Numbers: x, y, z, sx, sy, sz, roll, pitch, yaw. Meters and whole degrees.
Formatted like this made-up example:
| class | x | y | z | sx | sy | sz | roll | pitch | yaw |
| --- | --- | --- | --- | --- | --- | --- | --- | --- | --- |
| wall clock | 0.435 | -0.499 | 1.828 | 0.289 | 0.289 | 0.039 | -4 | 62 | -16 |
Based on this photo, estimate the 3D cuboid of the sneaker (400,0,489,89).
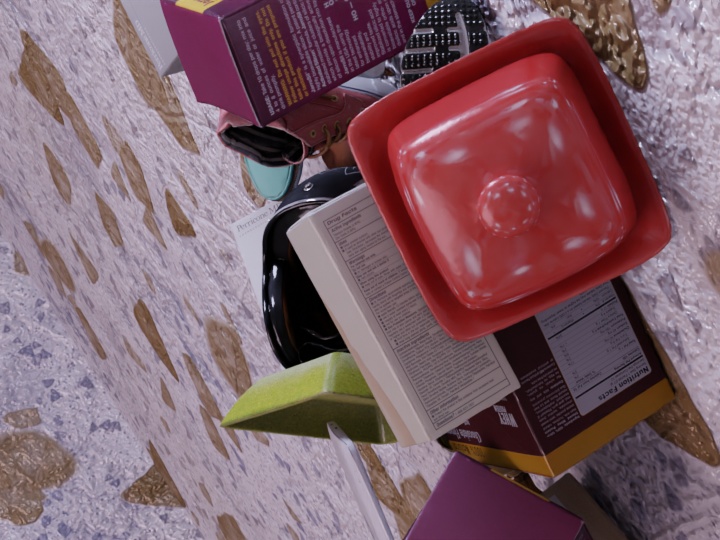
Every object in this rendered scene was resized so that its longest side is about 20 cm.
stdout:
| class | x | y | z | sx | sy | sz | roll | pitch | yaw |
| --- | --- | --- | --- | --- | --- | --- | --- | --- | --- |
| sneaker | 0.072 | -0.124 | 1.423 | 0.080 | 0.073 | 0.202 | -24 | -61 | -76 |

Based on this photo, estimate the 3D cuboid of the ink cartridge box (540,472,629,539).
| class | x | y | z | sx | sy | sz | roll | pitch | yaw |
| --- | --- | --- | --- | --- | --- | --- | --- | --- | --- |
| ink cartridge box | 0.176 | 0.320 | 1.641 | 0.165 | 0.199 | 0.075 | 48 | 173 | 29 |

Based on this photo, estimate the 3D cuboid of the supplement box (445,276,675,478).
| class | x | y | z | sx | sy | sz | roll | pitch | yaw |
| --- | --- | --- | --- | --- | --- | --- | --- | --- | --- |
| supplement box | 0.132 | 0.052 | 1.487 | 0.201 | 0.132 | 0.197 | 64 | 161 | -8 |

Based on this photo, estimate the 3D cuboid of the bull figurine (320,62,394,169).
| class | x | y | z | sx | sy | sz | roll | pitch | yaw |
| --- | --- | --- | --- | --- | --- | --- | --- | --- | --- |
| bull figurine | -0.020 | -0.171 | 1.664 | 0.122 | 0.065 | 0.201 | 56 | 156 | 35 |

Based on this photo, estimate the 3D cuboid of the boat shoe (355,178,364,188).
| class | x | y | z | sx | sy | sz | roll | pitch | yaw |
| --- | --- | --- | --- | --- | --- | --- | --- | --- | --- |
| boat shoe | 0.038 | -0.058 | 1.522 | 0.074 | 0.201 | 0.093 | 15 | 149 | 19 |

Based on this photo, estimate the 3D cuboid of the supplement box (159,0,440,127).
| class | x | y | z | sx | sy | sz | roll | pitch | yaw |
| --- | --- | --- | --- | --- | --- | --- | --- | --- | --- |
| supplement box | -0.047 | -0.218 | 1.458 | 0.131 | 0.199 | 0.104 | 27 | 143 | 56 |

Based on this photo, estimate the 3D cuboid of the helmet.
| class | x | y | z | sx | sy | sz | roll | pitch | yaw |
| --- | --- | --- | --- | --- | --- | --- | --- | --- | --- |
| helmet | 0.000 | 0.000 | 1.662 | 0.200 | 0.198 | 0.193 | 127 | 144 | -69 |

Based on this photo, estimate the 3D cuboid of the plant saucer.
| class | x | y | z | sx | sy | sz | roll | pitch | yaw |
| --- | --- | --- | --- | --- | --- | --- | --- | --- | --- |
| plant saucer | -0.003 | 0.121 | 1.641 | 0.199 | 0.198 | 0.048 | -21 | 64 | 54 |

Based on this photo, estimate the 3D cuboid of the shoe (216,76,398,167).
| class | x | y | z | sx | sy | sz | roll | pitch | yaw |
| --- | --- | --- | --- | --- | --- | --- | --- | --- | --- |
| shoe | -0.037 | -0.129 | 1.559 | 0.072 | 0.198 | 0.092 | 130 | 150 | -49 |

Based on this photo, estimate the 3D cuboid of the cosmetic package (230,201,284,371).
| class | x | y | z | sx | sy | sz | roll | pitch | yaw |
| --- | --- | --- | --- | --- | --- | --- | --- | --- | --- |
| cosmetic package | -0.051 | 0.023 | 1.853 | 0.085 | 0.107 | 0.201 | 31 | -147 | -64 |

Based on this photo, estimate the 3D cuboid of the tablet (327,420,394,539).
| class | x | y | z | sx | sy | sz | roll | pitch | yaw |
| --- | --- | --- | --- | --- | --- | --- | --- | --- | --- |
| tablet | 0.017 | 0.238 | 1.579 | 0.130 | 0.014 | 0.201 | -154 | 41 | -80 |

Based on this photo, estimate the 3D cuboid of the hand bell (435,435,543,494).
| class | x | y | z | sx | sy | sz | roll | pitch | yaw |
| --- | --- | --- | --- | --- | --- | --- | --- | --- | --- |
| hand bell | 0.162 | 0.208 | 1.748 | 0.104 | 0.104 | 0.201 | 32 | 159 | 54 |

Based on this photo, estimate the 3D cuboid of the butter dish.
| class | x | y | z | sx | sy | sz | roll | pitch | yaw |
| --- | --- | --- | --- | --- | --- | --- | --- | --- | --- |
| butter dish | 0.109 | -0.056 | 1.253 | 0.201 | 0.198 | 0.148 | 63 | -171 | -8 |

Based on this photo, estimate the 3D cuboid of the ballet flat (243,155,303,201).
| class | x | y | z | sx | sy | sz | roll | pitch | yaw |
| --- | --- | --- | --- | --- | --- | --- | --- | --- | --- |
| ballet flat | -0.085 | -0.169 | 1.669 | 0.074 | 0.074 | 0.202 | 27 | 130 | 58 |

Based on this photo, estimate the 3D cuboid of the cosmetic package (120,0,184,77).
| class | x | y | z | sx | sy | sz | roll | pitch | yaw |
| --- | --- | --- | --- | --- | --- | --- | --- | --- | --- |
| cosmetic package | -0.157 | -0.290 | 1.734 | 0.107 | 0.090 | 0.200 | 61 | 142 | 10 |

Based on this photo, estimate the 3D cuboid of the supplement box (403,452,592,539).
| class | x | y | z | sx | sy | sz | roll | pitch | yaw |
| --- | --- | --- | --- | --- | --- | --- | --- | --- | --- |
| supplement box | 0.128 | 0.252 | 1.516 | 0.130 | 0.104 | 0.200 | 28 | 169 | 20 |

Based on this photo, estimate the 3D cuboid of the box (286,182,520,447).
| class | x | y | z | sx | sy | sz | roll | pitch | yaw |
| --- | --- | --- | --- | --- | --- | --- | --- | --- | --- |
| box | 0.032 | 0.030 | 1.368 | 0.201 | 0.094 | 0.078 | 63 | 161 | 1 |
